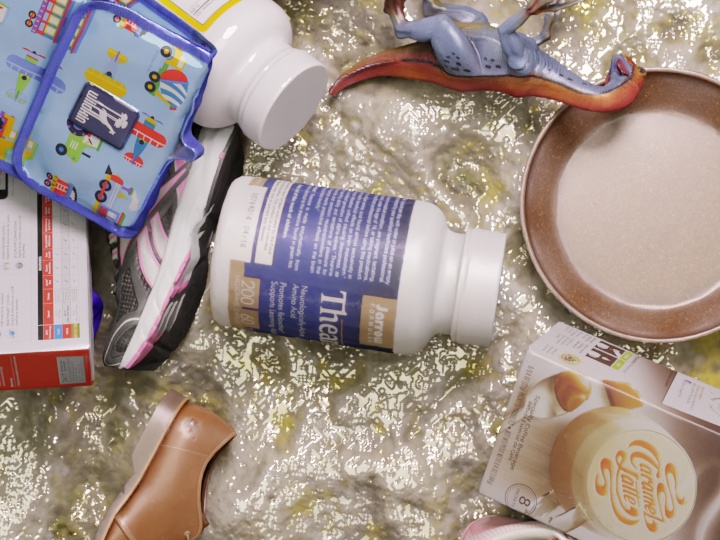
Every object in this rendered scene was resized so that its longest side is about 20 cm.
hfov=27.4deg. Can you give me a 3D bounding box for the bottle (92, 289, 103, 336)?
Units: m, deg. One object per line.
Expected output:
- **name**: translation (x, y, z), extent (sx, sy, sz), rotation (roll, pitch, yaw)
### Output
- **bottle**: translation (-0.296, 0.021, 1.101), extent (0.199, 0.065, 0.084), rotation (18, 80, 6)

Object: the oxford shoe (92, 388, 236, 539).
- **oxford shoe**: translation (-0.153, 0.192, 1.075), extent (0.071, 0.071, 0.200), rotation (26, 87, 1)

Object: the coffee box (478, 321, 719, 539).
- **coffee box**: translation (0.196, 0.130, 0.989), extent (0.200, 0.080, 0.115), rotation (22, 109, 18)

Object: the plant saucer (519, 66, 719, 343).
- **plant saucer**: translation (0.216, -0.047, 1.078), extent (0.200, 0.037, 0.201), rotation (0, 86, 6)

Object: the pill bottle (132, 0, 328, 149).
- **pill bottle**: translation (-0.121, -0.173, 1.068), extent (0.200, 0.104, 0.104), rotation (38, 89, 18)

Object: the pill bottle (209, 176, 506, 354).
- **pill bottle**: translation (0.000, 0.000, 1.054), extent (0.199, 0.111, 0.111), rotation (8, 86, 6)

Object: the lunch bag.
- **lunch bag**: translation (-0.193, -0.127, 1.018), extent (0.200, 0.094, 0.151), rotation (32, 111, 8)

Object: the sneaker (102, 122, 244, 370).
- **sneaker**: translation (-0.156, -0.022, 1.095), extent (0.086, 0.080, 0.200), rotation (17, 75, 11)

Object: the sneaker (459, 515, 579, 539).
- **sneaker**: translation (0.165, 0.222, 1.026), extent (0.200, 0.105, 0.076), rotation (15, 85, 5)

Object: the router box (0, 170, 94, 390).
- **router box**: translation (-0.282, -0.010, 1.048), extent (0.179, 0.049, 0.200), rotation (-2, 55, -8)

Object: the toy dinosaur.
- **toy dinosaur**: translation (0.108, -0.154, 1.075), extent (0.181, 0.105, 0.200), rotation (45, 124, 12)
